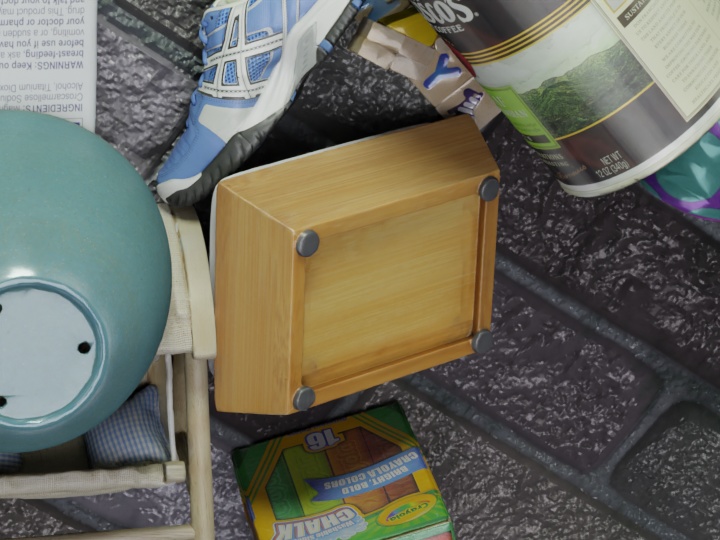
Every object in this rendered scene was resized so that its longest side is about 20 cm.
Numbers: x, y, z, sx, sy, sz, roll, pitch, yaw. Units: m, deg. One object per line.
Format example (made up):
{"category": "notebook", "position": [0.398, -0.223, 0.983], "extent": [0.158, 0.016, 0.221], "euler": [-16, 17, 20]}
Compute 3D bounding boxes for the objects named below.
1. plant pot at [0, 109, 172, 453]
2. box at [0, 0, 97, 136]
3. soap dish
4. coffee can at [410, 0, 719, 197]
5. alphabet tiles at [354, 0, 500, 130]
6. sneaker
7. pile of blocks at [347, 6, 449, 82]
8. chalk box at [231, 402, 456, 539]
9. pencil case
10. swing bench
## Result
{"category": "plant pot", "position": [-0.197, 0.024, 1.577], "extent": [0.199, 0.135, 0.201], "euler": [-5, 111, -12]}
{"category": "box", "position": [-0.251, -0.121, 1.639], "extent": [0.183, 0.105, 0.201], "euler": [-2, 116, -13]}
{"category": "soap dish", "position": [0.000, 0.000, 1.738], "extent": [0.200, 0.081, 0.158], "euler": [-17, 122, -35]}
{"category": "coffee can", "position": [0.117, -0.164, 1.620], "extent": [0.146, 0.146, 0.200], "euler": [-39, 111, 7]}
{"category": "alphabet tiles", "position": [0.110, -0.158, 1.767], "extent": [0.167, 0.008, 0.200], "euler": [-40, 118, 7]}
{"category": "sneaker", "position": [-0.071, -0.127, 1.711], "extent": [0.077, 0.076, 0.200], "euler": [35, 104, -3]}
{"category": "pile of blocks", "position": [0.080, -0.175, 1.718], "extent": [0.199, 0.062, 0.082], "euler": [-16, 106, -14]}
{"category": "chalk box", "position": [0.001, 0.199, 1.807], "extent": [0.124, 0.200, 0.124], "euler": [-16, 119, -6]}
{"category": "pencil case", "position": [0.237, -0.136, 1.761], "extent": [0.092, 0.085, 0.201], "euler": [-11, 125, -53]}
{"category": "swing bench", "position": [-0.196, 0.068, 1.733], "extent": [0.198, 0.130, 0.201], "euler": [-4, 116, -12]}
